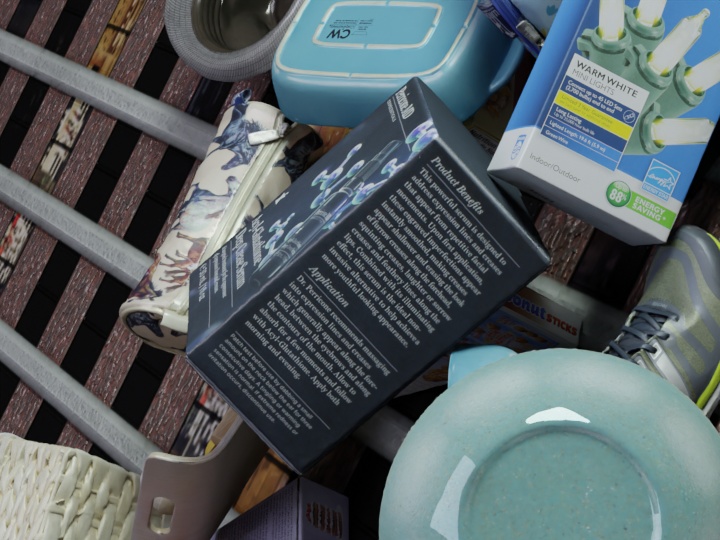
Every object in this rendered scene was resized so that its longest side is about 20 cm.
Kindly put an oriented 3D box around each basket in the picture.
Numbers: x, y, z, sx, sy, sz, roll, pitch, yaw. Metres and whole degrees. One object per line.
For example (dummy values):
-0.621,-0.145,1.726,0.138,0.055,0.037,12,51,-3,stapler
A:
-0.230,0.236,1.626,0.123,0.135,0.201,-3,65,51,basket

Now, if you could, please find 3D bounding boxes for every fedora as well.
-0.061,-0.222,1.744,0.200,0.090,0.178,12,79,52,fedora

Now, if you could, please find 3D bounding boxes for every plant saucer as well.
0.107,0.137,1.153,0.039,0.200,0.202,67,-138,-75,plant saucer

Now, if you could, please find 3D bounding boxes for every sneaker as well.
0.156,0.065,1.222,0.074,0.081,0.201,0,67,55,sneaker

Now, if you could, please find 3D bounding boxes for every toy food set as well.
-0.093,0.095,1.480,0.200,0.060,0.144,-57,-10,-36,toy food set

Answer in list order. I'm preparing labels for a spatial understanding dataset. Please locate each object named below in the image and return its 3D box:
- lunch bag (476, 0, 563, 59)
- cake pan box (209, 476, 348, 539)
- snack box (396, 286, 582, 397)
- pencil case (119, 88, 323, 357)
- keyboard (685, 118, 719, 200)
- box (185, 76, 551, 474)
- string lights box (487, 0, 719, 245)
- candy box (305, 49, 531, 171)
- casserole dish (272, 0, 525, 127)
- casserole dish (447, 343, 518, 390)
0.125,-0.203,1.387,0.082,0.161,0.200,-37,36,20,lunch bag
-0.081,0.264,1.461,0.184,0.052,0.201,-39,39,38,cake pan box
0.049,0.047,1.403,0.200,0.072,0.024,-19,51,49,snack box
-0.096,-0.029,1.525,0.090,0.078,0.201,108,-174,-64,pencil case
0.231,-0.139,1.300,0.200,0.040,0.104,-56,31,14,keyboard
0.000,0.000,1.311,0.200,0.107,0.149,-41,16,9,box
0.164,-0.127,1.260,0.201,0.102,0.059,-66,13,-6,string lights box
0.036,-0.097,1.542,0.200,0.055,0.116,-32,43,43,candy box
0.019,-0.155,1.472,0.199,0.039,0.121,6,58,38,casserole dish
0.091,0.130,1.248,0.039,0.121,0.201,-15,51,23,casserole dish
